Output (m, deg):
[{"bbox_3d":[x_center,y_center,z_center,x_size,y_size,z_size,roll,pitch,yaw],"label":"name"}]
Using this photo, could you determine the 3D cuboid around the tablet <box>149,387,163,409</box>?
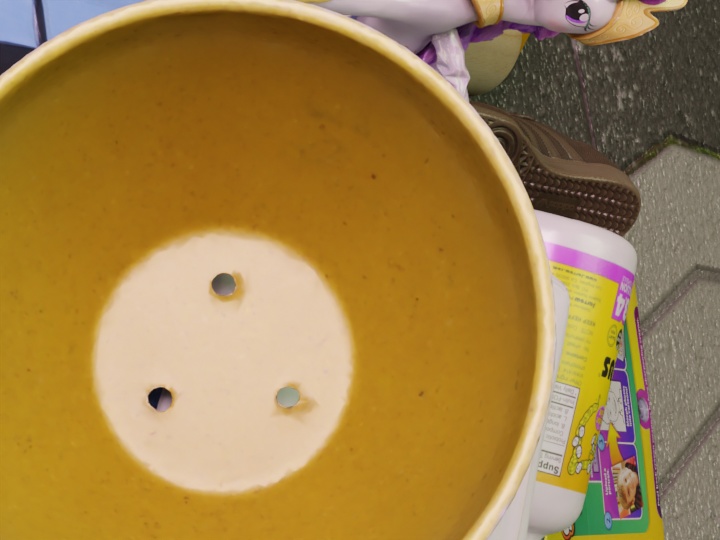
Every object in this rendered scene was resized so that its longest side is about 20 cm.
[{"bbox_3d":[-0.121,0.042,0.642,0.130,0.014,0.201,5,57,-55],"label":"tablet"}]

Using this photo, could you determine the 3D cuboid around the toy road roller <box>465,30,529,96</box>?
[{"bbox_3d":[0.044,-0.215,0.982,0.123,0.145,0.201,0,118,-59],"label":"toy road roller"}]

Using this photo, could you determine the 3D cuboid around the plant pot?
[{"bbox_3d":[-0.045,0.026,0.565,0.142,0.198,0.202,117,-33,-81],"label":"plant pot"}]

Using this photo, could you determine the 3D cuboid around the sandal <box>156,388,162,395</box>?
[{"bbox_3d":[-0.080,0.094,0.709,0.080,0.054,0.201,31,47,-22],"label":"sandal"}]

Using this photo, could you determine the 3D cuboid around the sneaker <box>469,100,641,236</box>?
[{"bbox_3d":[0.084,-0.065,1.037,0.199,0.071,0.076,20,19,-39],"label":"sneaker"}]

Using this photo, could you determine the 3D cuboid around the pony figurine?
[{"bbox_3d":[0.020,-0.112,0.751,0.198,0.193,0.168,4,80,-25],"label":"pony figurine"}]

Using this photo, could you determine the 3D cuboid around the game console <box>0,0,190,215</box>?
[{"bbox_3d":[-0.124,-0.120,0.620,0.176,0.031,0.202,7,69,-52],"label":"game console"}]

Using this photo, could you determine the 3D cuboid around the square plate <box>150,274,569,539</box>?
[{"bbox_3d":[0.012,0.051,0.709,0.197,0.028,0.202,30,60,-29],"label":"square plate"}]

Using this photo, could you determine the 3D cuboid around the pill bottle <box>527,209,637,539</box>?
[{"bbox_3d":[0.080,0.073,0.911,0.104,0.104,0.202,21,81,-55],"label":"pill bottle"}]

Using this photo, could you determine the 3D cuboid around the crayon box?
[{"bbox_3d":[0.121,0.087,1.044,0.172,0.058,0.202,12,70,-56],"label":"crayon box"}]
